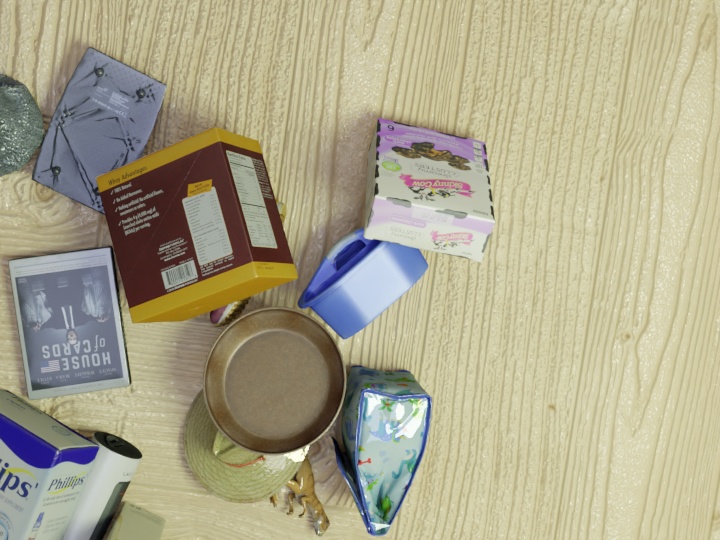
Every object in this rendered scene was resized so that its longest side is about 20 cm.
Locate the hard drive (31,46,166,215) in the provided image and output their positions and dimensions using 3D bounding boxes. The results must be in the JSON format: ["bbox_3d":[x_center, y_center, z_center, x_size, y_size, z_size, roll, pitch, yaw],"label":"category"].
[{"bbox_3d":[-0.365,-0.194,1.463,0.133,0.042,0.203,25,93,-6],"label":"hard drive"}]

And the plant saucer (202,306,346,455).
[{"bbox_3d":[-0.117,0.153,1.428,0.196,0.037,0.205,0,75,2],"label":"plant saucer"}]

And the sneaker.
[{"bbox_3d":[-0.182,-0.021,1.487,0.089,0.075,0.203,26,89,6],"label":"sneaker"}]

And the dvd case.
[{"bbox_3d":[-0.415,0.076,1.492,0.147,0.025,0.204,-7,95,-4],"label":"dvd case"}]

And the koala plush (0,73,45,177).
[{"bbox_3d":[-0.525,-0.195,1.365,0.180,0.200,0.181,2,94,-2],"label":"koala plush"}]

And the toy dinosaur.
[{"bbox_3d":[-0.093,0.293,1.532,0.104,0.060,0.204,-15,105,-24],"label":"toy dinosaur"}]

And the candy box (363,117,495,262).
[{"bbox_3d":[0.093,-0.113,1.431,0.164,0.202,0.072,12,128,-7],"label":"candy box"}]

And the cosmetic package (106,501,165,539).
[{"bbox_3d":[-0.330,0.409,1.439,0.070,0.200,0.107,25,92,-7],"label":"cosmetic package"}]

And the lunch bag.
[{"bbox_3d":[0.024,0.251,1.473,0.125,0.170,0.204,5,96,-6],"label":"lunch bag"}]

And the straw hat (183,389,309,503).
[{"bbox_3d":[-0.169,0.228,1.469,0.197,0.085,0.206,-1,81,6],"label":"straw hat"}]

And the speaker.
[{"bbox_3d":[-0.389,0.336,1.488,0.080,0.081,0.203,27,92,-7],"label":"speaker"}]

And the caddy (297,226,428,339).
[{"bbox_3d":[0.000,0.000,1.465,0.199,0.141,0.105,-40,102,-1],"label":"caddy"}]

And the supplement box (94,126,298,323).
[{"bbox_3d":[-0.219,-0.056,1.392,0.194,0.132,0.204,-19,82,19],"label":"supplement box"}]

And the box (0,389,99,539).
[{"bbox_3d":[-0.487,0.294,1.428,0.181,0.105,0.203,24,92,20],"label":"box"}]
